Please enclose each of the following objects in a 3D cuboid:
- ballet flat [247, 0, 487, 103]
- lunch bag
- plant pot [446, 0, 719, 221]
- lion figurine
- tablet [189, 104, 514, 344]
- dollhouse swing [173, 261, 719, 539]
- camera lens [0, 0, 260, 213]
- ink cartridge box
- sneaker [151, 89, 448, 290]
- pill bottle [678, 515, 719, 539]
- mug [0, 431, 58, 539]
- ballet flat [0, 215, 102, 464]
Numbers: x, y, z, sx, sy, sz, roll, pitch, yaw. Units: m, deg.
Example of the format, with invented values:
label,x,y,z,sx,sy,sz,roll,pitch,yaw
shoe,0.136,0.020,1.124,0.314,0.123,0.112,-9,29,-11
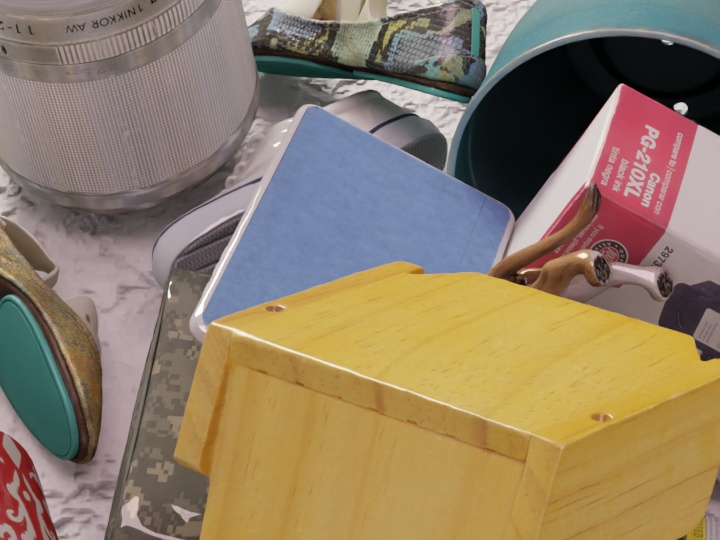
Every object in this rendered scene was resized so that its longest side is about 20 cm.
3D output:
label,x,y,z,sx,sy,sz,roll,pitch,yaw
ballet flat,0.002,-0.138,1.488,0.200,0.074,0.074,13,44,45
lunch bag,-0.031,0.106,1.283,0.167,0.140,0.200,10,48,0
plant pot,0.161,-0.089,1.435,0.199,0.201,0.188,11,36,6
lion figurine,0.104,0.052,1.285,0.122,0.201,0.072,-7,22,39
tablet,0.000,0.000,1.292,0.130,0.014,0.200,28,39,-3
dollhouse swing,0.037,0.116,1.123,0.200,0.177,0.181,16,23,40
camera lens,-0.145,-0.144,1.436,0.159,0.200,0.160,-5,49,5
ink cartridge box,0.178,0.018,1.323,0.200,0.145,0.084,28,48,-6
sneaker,-0.044,-0.042,1.458,0.200,0.073,0.071,-26,46,-34
pill bottle,0.225,0.183,1.247,0.199,0.112,0.112,8,50,4
mug,-0.180,0.163,1.208,0.133,0.178,0.200,0,44,-22
ballet flat,-0.180,0.021,1.396,0.071,0.071,0.200,-29,57,-25
